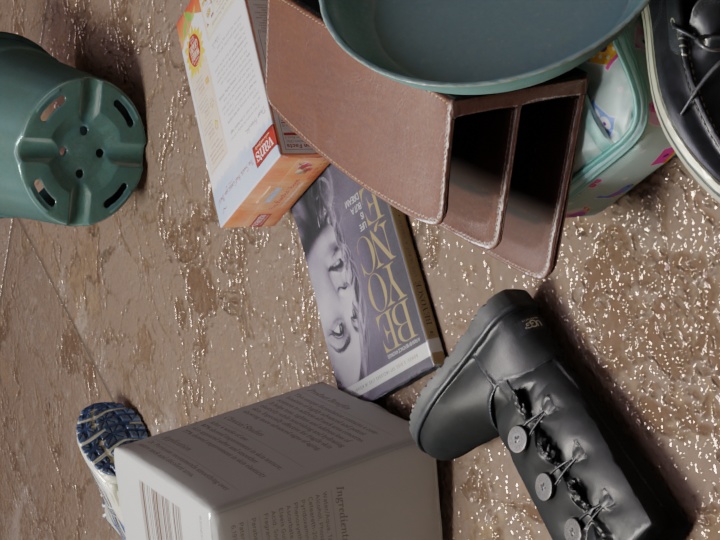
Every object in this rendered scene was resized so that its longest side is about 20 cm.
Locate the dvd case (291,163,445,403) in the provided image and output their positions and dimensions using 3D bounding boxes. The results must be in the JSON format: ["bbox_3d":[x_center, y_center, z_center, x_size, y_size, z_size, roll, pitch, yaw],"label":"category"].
[{"bbox_3d":[0.000,0.000,1.282,0.148,0.016,0.202,-34,68,56],"label":"dvd case"}]

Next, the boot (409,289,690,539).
[{"bbox_3d":[0.120,0.140,1.080,0.201,0.065,0.166,56,142,29],"label":"boot"}]

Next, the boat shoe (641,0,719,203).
[{"bbox_3d":[0.197,-0.126,0.874,0.062,0.074,0.203,139,123,-61],"label":"boat shoe"}]

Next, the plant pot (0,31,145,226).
[{"bbox_3d":[-0.332,-0.134,1.649,0.195,0.199,0.203,18,113,48],"label":"plant pot"}]

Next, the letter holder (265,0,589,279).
[{"bbox_3d":[0.030,-0.082,0.983,0.200,0.100,0.144,39,133,46],"label":"letter holder"}]

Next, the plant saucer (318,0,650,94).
[{"bbox_3d":[0.076,-0.162,0.884,0.200,0.199,0.036,50,169,41],"label":"plant saucer"}]

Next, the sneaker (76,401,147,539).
[{"bbox_3d":[-0.253,0.231,1.702,0.201,0.076,0.086,60,147,33],"label":"sneaker"}]

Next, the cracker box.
[{"bbox_3d":[-0.090,-0.154,1.343,0.134,0.057,0.202,-42,56,54],"label":"cracker box"}]

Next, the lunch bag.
[{"bbox_3d":[0.123,-0.145,0.985,0.160,0.076,0.202,-41,62,54],"label":"lunch bag"}]

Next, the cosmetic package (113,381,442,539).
[{"bbox_3d":[-0.060,0.206,1.241,0.167,0.198,0.169,18,119,55],"label":"cosmetic package"}]
